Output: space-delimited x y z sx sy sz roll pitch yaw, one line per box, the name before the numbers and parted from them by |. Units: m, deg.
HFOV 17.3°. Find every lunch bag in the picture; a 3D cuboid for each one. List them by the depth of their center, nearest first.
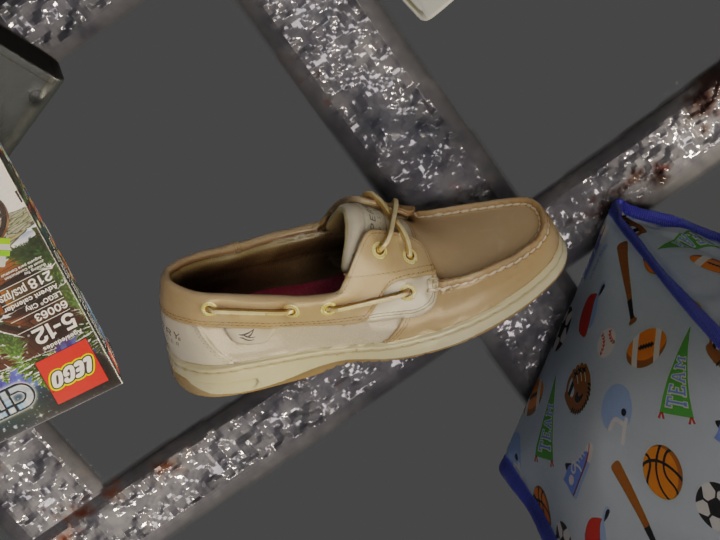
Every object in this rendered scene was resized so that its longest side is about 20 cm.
lunch bag | 0.171 0.089 1.146 0.124 0.200 0.170 10 114 -20

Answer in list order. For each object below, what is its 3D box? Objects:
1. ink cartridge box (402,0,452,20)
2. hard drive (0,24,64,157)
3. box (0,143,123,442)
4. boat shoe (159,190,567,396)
ink cartridge box | 0.029 -0.210 0.944 0.146 0.200 0.084 -39 124 7
hard drive | -0.246 -0.045 1.050 0.139 0.033 0.200 31 105 -28
box | -0.225 0.034 1.057 0.200 0.038 0.137 -26 122 -1
boat shoe | 0.000 0.000 1.121 0.200 0.074 0.069 -18 127 -5
